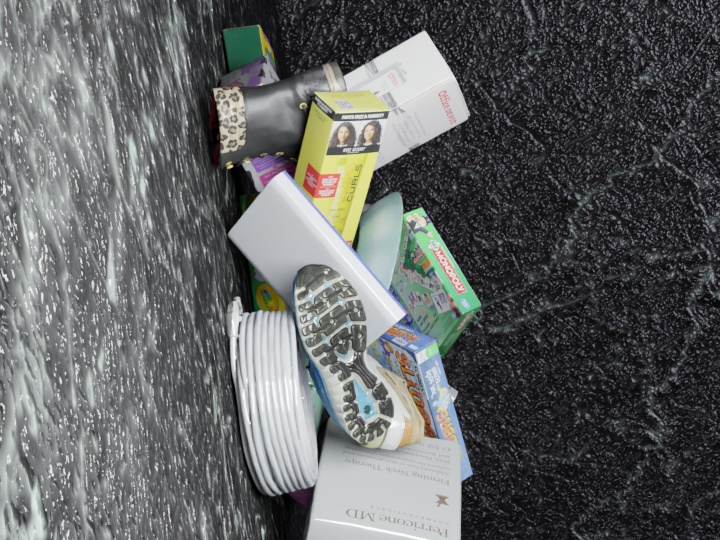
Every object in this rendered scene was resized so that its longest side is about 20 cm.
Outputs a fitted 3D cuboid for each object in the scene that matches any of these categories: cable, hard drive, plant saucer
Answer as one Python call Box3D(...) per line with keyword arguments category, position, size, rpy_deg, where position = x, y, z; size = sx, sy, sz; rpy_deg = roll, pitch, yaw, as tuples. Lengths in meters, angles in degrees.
Box3D(category="cable", position=(-0.089, 0.140, 1.255), size=(0.200, 0.069, 0.200), rpy_deg=(79, 2, -66))
Box3D(category="hard drive", position=(-0.051, 0.002, 1.281), size=(0.200, 0.025, 0.132), rpy_deg=(49, -40, 2))
Box3D(category="plant saucer", position=(0.000, 0.000, 1.367), size=(0.201, 0.039, 0.201), rpy_deg=(-166, -90, -80))

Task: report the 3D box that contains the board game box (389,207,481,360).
Box3D(category="board game box", position=(0.070, 0.030, 1.383), size=(0.135, 0.029, 0.200), rpy_deg=(61, -23, 16))

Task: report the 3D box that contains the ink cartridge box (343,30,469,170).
Box3D(category="ink cartridge box", position=(0.030, -0.208, 1.537), size=(0.083, 0.200, 0.147), rpy_deg=(63, 5, 19))

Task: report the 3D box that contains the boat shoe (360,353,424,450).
Box3D(category="boat shoe", position=(0.018, 0.152, 1.379), size=(0.200, 0.068, 0.075), rpy_deg=(-118, -136, -61))

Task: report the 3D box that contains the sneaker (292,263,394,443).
Box3D(category="sneaker", position=(-0.037, 0.090, 1.255), size=(0.090, 0.078, 0.200), rpy_deg=(4, -66, 59))

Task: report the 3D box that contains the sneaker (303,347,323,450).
Box3D(category="sneaker", position=(-0.069, 0.141, 1.432), size=(0.118, 0.074, 0.201), rpy_deg=(-58, 155, -87))

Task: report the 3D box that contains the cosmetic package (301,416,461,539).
Box3D(category="cosmetic package", position=(0.019, 0.301, 1.337), size=(0.200, 0.167, 0.166), rpy_deg=(-80, -177, -64))

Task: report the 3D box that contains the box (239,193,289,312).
Box3D(category="box", position=(-0.122, -0.018, 1.550), size=(0.117, 0.048, 0.200), rpy_deg=(74, 9, -75))

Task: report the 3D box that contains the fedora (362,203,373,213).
Box3D(category="fedora", position=(-0.013, 0.003, 1.536), size=(0.200, 0.090, 0.177), rpy_deg=(32, 64, -49))

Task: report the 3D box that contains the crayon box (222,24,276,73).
Box3D(category="crayon box", position=(-0.151, -0.251, 1.706), size=(0.200, 0.058, 0.173), rpy_deg=(-8, 90, -89))

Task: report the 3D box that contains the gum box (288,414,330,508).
Box3D(category="gum box", position=(-0.039, 0.251, 1.582), size=(0.066, 0.114, 0.200), rpy_deg=(36, 1, -1))

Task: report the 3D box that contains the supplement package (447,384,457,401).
Box3D(category="supplement package", position=(0.021, 0.155, 1.608), size=(0.200, 0.110, 0.114), rpy_deg=(36, 3, 7))

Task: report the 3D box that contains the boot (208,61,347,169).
Box3D(category="boot", position=(-0.092, -0.139, 1.326), size=(0.200, 0.150, 0.073), rpy_deg=(96, -22, -46))

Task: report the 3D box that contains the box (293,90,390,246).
Box3D(category="box", position=(-0.032, -0.101, 1.298), size=(0.050, 0.075, 0.200), rpy_deg=(49, -46, 40))

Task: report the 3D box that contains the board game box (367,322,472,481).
Box3D(category="board game box", position=(0.064, 0.156, 1.441), size=(0.135, 0.034, 0.200), rpy_deg=(23, -44, 53))

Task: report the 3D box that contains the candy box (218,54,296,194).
Box3D(category="candy box", position=(-0.106, -0.155, 1.476), size=(0.200, 0.072, 0.168), rpy_deg=(62, 9, -21))
